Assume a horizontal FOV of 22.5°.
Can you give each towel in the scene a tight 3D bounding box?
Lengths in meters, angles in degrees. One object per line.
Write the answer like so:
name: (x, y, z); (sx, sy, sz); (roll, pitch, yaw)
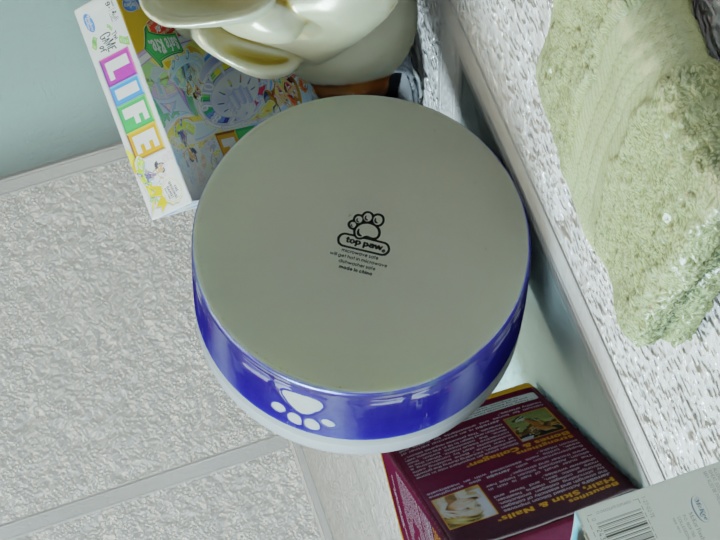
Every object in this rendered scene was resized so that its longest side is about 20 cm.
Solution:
towel: (0.112, -0.053, 0.747); (0.200, 0.036, 0.150); (96, 156, -73)

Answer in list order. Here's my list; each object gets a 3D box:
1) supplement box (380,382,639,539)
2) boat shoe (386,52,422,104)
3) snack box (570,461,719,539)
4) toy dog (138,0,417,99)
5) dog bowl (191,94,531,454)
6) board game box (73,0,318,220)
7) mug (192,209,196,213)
supplement box: (0.089, 0.148, 1.069); (0.200, 0.109, 0.087); (-131, 24, -71)
boat shoe: (0.011, -0.099, 1.269); (0.201, 0.071, 0.068); (100, 154, -58)
snack box: (0.157, 0.151, 0.580); (0.037, 0.115, 0.201); (84, 167, -56)
toy dog: (-0.023, -0.179, 1.074); (0.200, 0.191, 0.141); (52, -141, -74)
dog bowl: (0.000, 0.000, 1.057); (0.079, 0.198, 0.202); (93, 158, -61)
board game box: (-0.089, -0.116, 1.157); (0.200, 0.034, 0.136); (-22, -89, -60)
mug: (-0.066, -0.049, 1.499); (0.199, 0.148, 0.176); (22, -150, -54)
